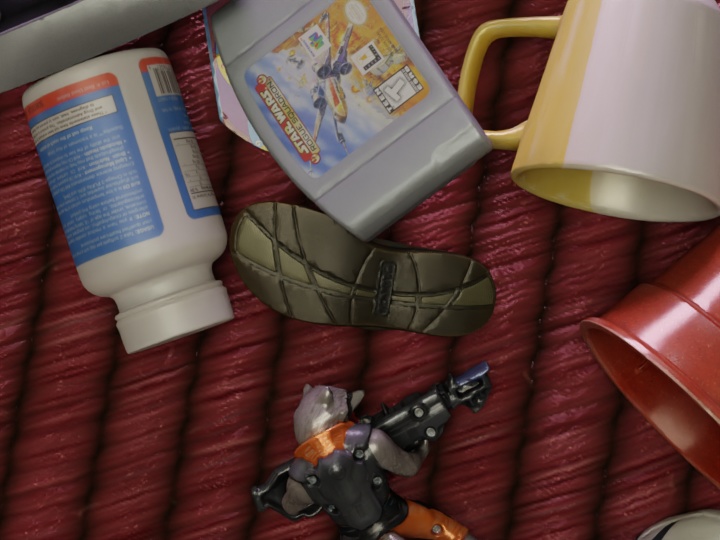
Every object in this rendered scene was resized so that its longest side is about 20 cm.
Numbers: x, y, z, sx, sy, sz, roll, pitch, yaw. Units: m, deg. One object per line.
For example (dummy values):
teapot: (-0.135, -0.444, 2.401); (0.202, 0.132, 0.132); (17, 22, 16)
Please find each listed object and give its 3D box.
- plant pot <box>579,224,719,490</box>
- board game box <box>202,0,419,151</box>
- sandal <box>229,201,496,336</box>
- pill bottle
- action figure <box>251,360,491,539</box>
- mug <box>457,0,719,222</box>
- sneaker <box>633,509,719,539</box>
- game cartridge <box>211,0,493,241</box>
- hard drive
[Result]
plant pot: (0.288, 0.039, 1.269); (0.195, 0.201, 0.201); (-44, 87, -6)
board game box: (-0.038, -0.182, 1.355); (0.157, 0.039, 0.202); (-9, 89, 3)
sandal: (0.000, 0.000, 1.350); (0.199, 0.055, 0.082); (9, 96, -11)
pill bottle: (-0.160, -0.048, 1.327); (0.112, 0.112, 0.201); (-18, 88, 3)
action figure: (0.029, 0.153, 1.322); (0.200, 0.105, 0.194); (-37, 97, 5)
mug: (0.174, -0.129, 1.292); (0.185, 0.149, 0.154); (12, 82, -12)
sneaker: (0.192, 0.232, 1.295); (0.198, 0.130, 0.080); (-18, 89, 3)
game cartridge: (-0.014, -0.128, 1.305); (0.133, 0.042, 0.201); (-35, 79, 5)
hard drive: (-0.184, -0.201, 1.320); (0.199, 0.135, 0.042); (-22, 124, 3)
